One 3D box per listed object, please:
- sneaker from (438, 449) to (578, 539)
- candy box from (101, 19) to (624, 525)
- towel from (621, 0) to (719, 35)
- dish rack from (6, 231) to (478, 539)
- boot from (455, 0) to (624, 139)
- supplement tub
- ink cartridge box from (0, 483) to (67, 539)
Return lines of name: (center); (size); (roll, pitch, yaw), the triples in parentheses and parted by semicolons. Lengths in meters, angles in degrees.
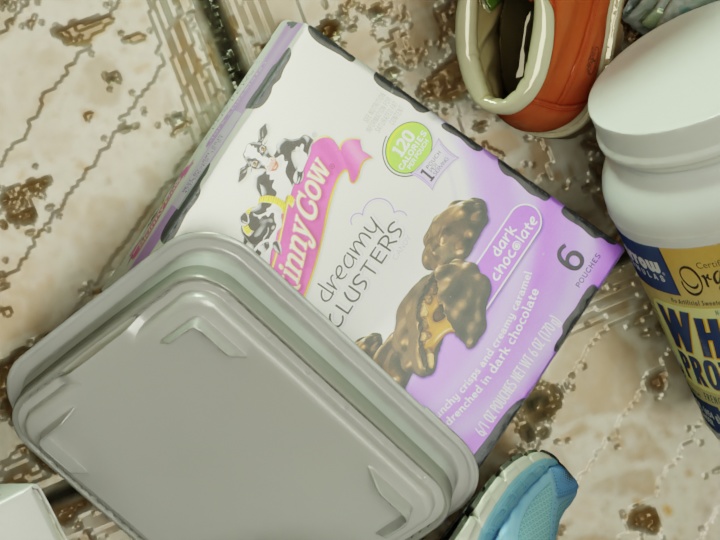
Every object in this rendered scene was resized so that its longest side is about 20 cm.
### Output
sneaker: (0.065, 0.174, 1.351); (0.090, 0.078, 0.200); (33, 49, -2)
candy box: (0.000, 0.000, 1.388); (0.199, 0.072, 0.168); (34, 89, -13)
towel: (0.253, -0.144, 1.394); (0.199, 0.048, 0.172); (22, 128, -13)
dish rack: (-0.062, 0.089, 1.346); (0.200, 0.044, 0.171); (43, 124, -18)
boot: (0.093, -0.166, 1.366); (0.075, 0.107, 0.202); (7, 93, 25)
supplement tub: (0.204, -0.020, 1.371); (0.144, 0.144, 0.201); (-31, 115, -7)
ink cartridge box: (-0.214, 0.164, 1.282); (0.144, 0.200, 0.085); (-28, 96, -21)
